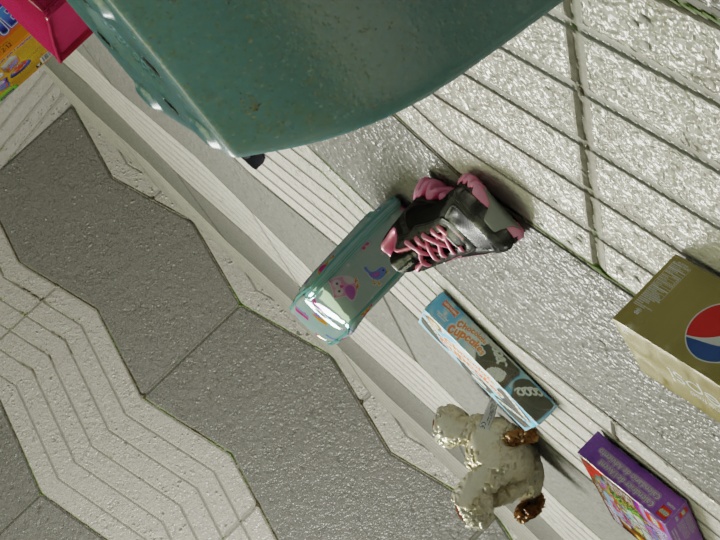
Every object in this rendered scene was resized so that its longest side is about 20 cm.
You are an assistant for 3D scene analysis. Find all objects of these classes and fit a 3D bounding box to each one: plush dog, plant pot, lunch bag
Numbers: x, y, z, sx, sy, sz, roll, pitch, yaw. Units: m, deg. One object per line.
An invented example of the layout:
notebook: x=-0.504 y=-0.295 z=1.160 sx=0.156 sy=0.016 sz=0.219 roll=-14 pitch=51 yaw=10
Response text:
plush dog: x=0.217 y=0.283 z=1.848 sx=0.172 sy=0.160 sz=0.200 roll=34 pitch=-146 yaw=-55
plant pot: x=-0.044 y=-0.170 z=0.609 sx=0.196 sy=0.200 sz=0.196 roll=51 pitch=171 yaw=-34
lunch bag: x=0.000 y=0.000 z=1.384 sx=0.077 sy=0.160 sz=0.200 roll=41 pitch=166 yaw=-1

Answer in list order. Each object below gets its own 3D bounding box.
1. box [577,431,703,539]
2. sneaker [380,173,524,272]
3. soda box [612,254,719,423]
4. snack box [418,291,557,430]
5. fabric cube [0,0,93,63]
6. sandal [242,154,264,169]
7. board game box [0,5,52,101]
box: x=0.336 y=0.282 z=1.451 sx=0.137 sy=0.039 sz=0.200 roll=38 pitch=169 yaw=40
sneaker: x=0.072 y=-0.030 z=1.083 sx=0.079 sy=0.095 sz=0.200 roll=49 pitch=170 yaw=-11
soda box: x=0.251 y=0.069 z=0.752 sx=0.200 sy=0.064 sz=0.068 roll=38 pitch=169 yaw=48
snack box: x=0.157 y=0.116 z=1.561 sx=0.200 sy=0.037 sz=0.116 roll=45 pitch=172 yaw=7
fabric cube: x=-0.223 y=-0.301 z=0.891 sx=0.199 sy=0.200 sz=0.196 roll=45 pitch=171 yaw=-7
sandal: x=-0.177 y=-0.185 z=1.766 sx=0.076 sy=0.043 sz=0.200 roll=44 pitch=172 yaw=17
board game box: x=-0.849 y=-0.549 z=2.853 sx=0.200 sy=0.200 sz=0.200 roll=45 pitch=172 yaw=4
